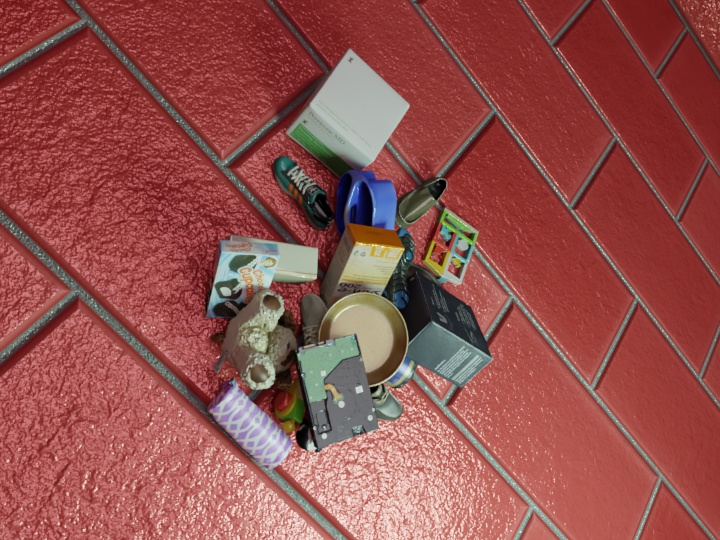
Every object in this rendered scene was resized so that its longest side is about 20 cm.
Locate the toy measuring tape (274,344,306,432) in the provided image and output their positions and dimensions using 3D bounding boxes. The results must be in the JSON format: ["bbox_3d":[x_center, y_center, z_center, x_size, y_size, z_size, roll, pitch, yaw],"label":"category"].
[{"bbox_3d":[-0.148,0.261,1.198,0.073,0.074,0.202,25,46,-22],"label":"toy measuring tape"}]

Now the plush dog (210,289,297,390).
[{"bbox_3d":[-0.203,0.159,1.150,0.171,0.159,0.203,29,58,-46],"label":"plush dog"}]

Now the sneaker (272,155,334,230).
[{"bbox_3d":[-0.125,-0.190,1.278,0.071,0.080,0.201,-42,101,-28],"label":"sneaker"}]

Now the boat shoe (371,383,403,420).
[{"bbox_3d":[0.026,0.290,1.272,0.199,0.073,0.075,36,66,-18],"label":"boat shoe"}]

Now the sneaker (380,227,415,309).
[{"bbox_3d":[0.076,-0.006,1.302,0.073,0.081,0.203,24,68,-38],"label":"sneaker"}]

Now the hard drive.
[{"bbox_3d":[-0.051,0.243,1.116,0.138,0.038,0.203,-12,83,-22],"label":"hard drive"}]

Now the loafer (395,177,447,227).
[{"bbox_3d":[0.159,-0.189,1.438,0.075,0.069,0.200,49,62,-11],"label":"loafer"}]

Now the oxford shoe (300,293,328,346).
[{"bbox_3d":[-0.100,0.146,1.217,0.058,0.075,0.203,16,58,-56],"label":"oxford shoe"}]

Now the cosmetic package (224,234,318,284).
[{"bbox_3d":[-0.202,-0.021,1.193,0.198,0.103,0.074,7,78,-26],"label":"cosmetic package"}]

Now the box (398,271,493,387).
[{"bbox_3d":[0.185,0.139,1.303,0.199,0.118,0.198,32,24,-24],"label":"box"}]

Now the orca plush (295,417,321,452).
[{"bbox_3d":[-0.098,0.320,1.190,0.200,0.070,0.106,-49,145,-54],"label":"orca plush"}]

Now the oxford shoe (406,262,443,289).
[{"bbox_3d":[0.121,0.020,1.381,0.199,0.073,0.085,35,68,-5],"label":"oxford shoe"}]

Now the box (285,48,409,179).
[{"bbox_3d":[-0.032,-0.364,1.310,0.198,0.171,0.201,38,65,-16],"label":"box"}]

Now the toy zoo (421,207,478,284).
[{"bbox_3d":[0.242,-0.054,1.485,0.130,0.020,0.202,32,67,-19],"label":"toy zoo"}]

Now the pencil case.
[{"bbox_3d":[-0.228,0.318,1.130,0.084,0.086,0.201,-38,101,6],"label":"pencil case"}]

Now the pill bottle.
[{"bbox_3d":[0.031,0.181,1.275,0.199,0.112,0.113,34,66,-18],"label":"pill bottle"}]

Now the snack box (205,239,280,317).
[{"bbox_3d":[-0.243,0.023,1.111,0.115,0.201,0.037,2,47,-24],"label":"snack box"}]

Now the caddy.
[{"bbox_3d":[0.003,-0.139,1.284,0.104,0.141,0.202,-19,127,-33],"label":"caddy"}]

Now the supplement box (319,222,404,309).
[{"bbox_3d":[0.000,0.000,1.244,0.125,0.201,0.074,6,38,-26],"label":"supplement box"}]

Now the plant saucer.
[{"bbox_3d":[0.005,0.150,1.189,0.197,0.035,0.203,1,83,-10],"label":"plant saucer"}]
